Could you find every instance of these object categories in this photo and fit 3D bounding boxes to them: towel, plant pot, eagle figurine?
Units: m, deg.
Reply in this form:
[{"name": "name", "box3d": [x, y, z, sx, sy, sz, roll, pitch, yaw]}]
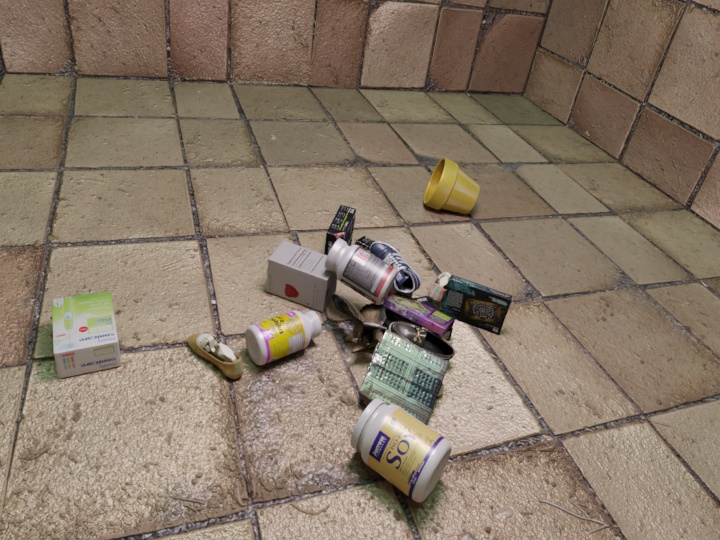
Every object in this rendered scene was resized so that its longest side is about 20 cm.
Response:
[{"name": "towel", "box3d": [0.110, 0.275, 1.443, 0.195, 0.035, 0.196, 27, 63, 3]}, {"name": "plant pot", "box3d": [0.380, -0.328, 2.306, 0.184, 0.204, 0.203, 24, 33, -9]}, {"name": "eagle figurine", "box3d": [0.002, 0.143, 1.579, 0.146, 0.153, 0.205, -16, 52, 8]}]

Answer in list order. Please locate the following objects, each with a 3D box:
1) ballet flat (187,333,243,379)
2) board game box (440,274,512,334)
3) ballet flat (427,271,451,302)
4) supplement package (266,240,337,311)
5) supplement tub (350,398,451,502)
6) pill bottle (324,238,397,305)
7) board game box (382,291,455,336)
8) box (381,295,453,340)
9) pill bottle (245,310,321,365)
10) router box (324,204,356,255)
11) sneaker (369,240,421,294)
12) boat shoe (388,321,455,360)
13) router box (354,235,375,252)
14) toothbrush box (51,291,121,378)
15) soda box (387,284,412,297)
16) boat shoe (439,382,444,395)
[{"name": "ballet flat", "box3d": [-0.373, 0.202, 1.455, 0.196, 0.065, 0.068, 29, 38, 24]}, {"name": "board game box", "box3d": [0.354, 0.105, 1.730, 0.194, 0.139, 0.028, 20, 34, 12]}, {"name": "ballet flat", "box3d": [0.268, 0.045, 1.813, 0.067, 0.069, 0.200, 28, 23, 8]}, {"name": "supplement package", "box3d": [-0.175, 0.016, 1.716, 0.194, 0.125, 0.121, 18, 35, 11]}, {"name": "supplement tub", "box3d": [0.088, 0.393, 1.249, 0.196, 0.149, 0.144, 29, 38, 24]}, {"name": "pill bottle", "box3d": [0.000, 0.000, 1.620, 0.196, 0.118, 0.116, 31, 38, 8]}, {"name": "board game box", "box3d": [0.172, 0.122, 1.640, 0.195, 0.033, 0.119, 26, 14, 20]}, {"name": "box", "box3d": [0.156, 0.156, 1.684, 0.193, 0.045, 0.161, -8, 40, -25]}, {"name": "pill bottle", "box3d": [-0.203, 0.172, 1.508, 0.195, 0.107, 0.104, -18, 43, -35]}, {"name": "router box", "box3d": [-0.070, -0.103, 1.885, 0.060, 0.154, 0.202, 14, 35, 5]}, {"name": "sneaker", "box3d": [0.101, -0.009, 1.696, 0.199, 0.071, 0.108, 42, 17, 3]}, {"name": "boat shoe", "box3d": [0.173, 0.192, 1.569, 0.196, 0.061, 0.073, 28, 59, -8]}, {"name": "router box", "box3d": [0.054, -0.056, 1.856, 0.145, 0.052, 0.200, 26, 10, 4]}, {"name": "toothbrush box", "box3d": [-0.689, 0.155, 1.412, 0.141, 0.088, 0.202, -8, 41, -25]}, {"name": "soda box", "box3d": [0.074, 0.039, 1.805, 0.195, 0.065, 0.068, 26, 35, 20]}, {"name": "boat shoe", "box3d": [0.132, 0.274, 1.495, 0.194, 0.067, 0.073, 19, 35, 11]}]
